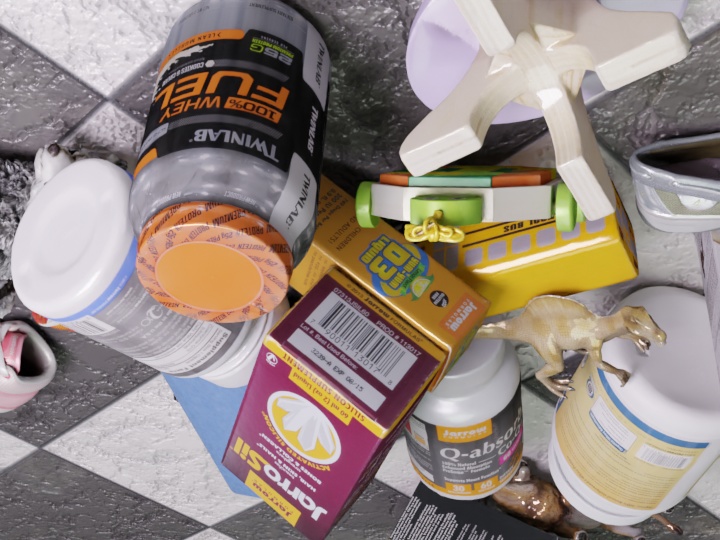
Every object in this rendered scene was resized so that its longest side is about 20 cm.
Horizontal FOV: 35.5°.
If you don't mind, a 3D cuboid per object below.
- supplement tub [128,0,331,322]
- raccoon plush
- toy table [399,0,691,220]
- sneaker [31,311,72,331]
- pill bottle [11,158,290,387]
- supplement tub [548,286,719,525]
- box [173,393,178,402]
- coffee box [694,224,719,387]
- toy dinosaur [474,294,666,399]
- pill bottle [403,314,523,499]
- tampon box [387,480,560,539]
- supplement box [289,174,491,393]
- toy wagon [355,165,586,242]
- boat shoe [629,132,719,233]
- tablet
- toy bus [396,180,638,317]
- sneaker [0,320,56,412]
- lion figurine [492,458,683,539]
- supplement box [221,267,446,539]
[{"bbox_3d":[-0.084,-0.075,0.740,0.120,0.203,0.124,2,142,1],"label":"supplement tub"},{"bbox_3d":[-0.253,-0.035,0.914,0.131,0.098,0.201,-1,157,-9],"label":"raccoon plush"},{"bbox_3d":[0.113,-0.134,0.699,0.199,0.118,0.183,-34,118,32],"label":"toy table"},{"bbox_3d":[-0.196,-0.007,0.957,0.198,0.074,0.077,-24,161,29],"label":"sneaker"},{"bbox_3d":[-0.145,0.011,0.825,0.112,0.116,0.199,-20,148,27],"label":"pill bottle"},{"bbox_3d":[0.254,0.127,1.004,0.142,0.147,0.201,9,141,-6],"label":"supplement tub"},{"bbox_3d":[-0.090,0.109,1.014,0.198,0.036,0.145,28,139,23],"label":"box"},{"bbox_3d":[0.318,0.027,0.831,0.111,0.203,0.080,-4,142,9],"label":"coffee box"},{"bbox_3d":[0.155,0.051,0.894,0.197,0.059,0.101,-5,141,32],"label":"toy dinosaur"},{"bbox_3d":[0.090,0.114,1.027,0.114,0.118,0.202,-3,141,8],"label":"pill bottle"},{"bbox_3d":[0.142,0.339,1.225,0.198,0.127,0.150,17,159,47],"label":"tampon box"},{"bbox_3d":[0.000,0.000,0.859,0.199,0.067,0.069,38,141,10],"label":"supplement box"},{"bbox_3d":[0.075,-0.049,0.783,0.152,0.200,0.040,1,98,17],"label":"toy wagon"},{"bbox_3d":[0.297,-0.075,0.812,0.198,0.076,0.065,-4,146,21],"label":"boat shoe"},{"bbox_3d":[-0.119,0.132,1.023,0.129,0.014,0.202,-2,122,45],"label":"tablet"},{"bbox_3d":[0.116,-0.013,0.897,0.197,0.079,0.065,-16,137,23],"label":"toy bus"},{"bbox_3d":[-0.373,0.069,1.043,0.104,0.077,0.199,-23,142,36],"label":"sneaker"},{"bbox_3d":[0.244,0.260,1.227,0.197,0.074,0.122,18,174,-27],"label":"lion figurine"},{"bbox_3d":[-0.027,0.109,0.858,0.110,0.086,0.201,37,142,10],"label":"supplement box"}]
